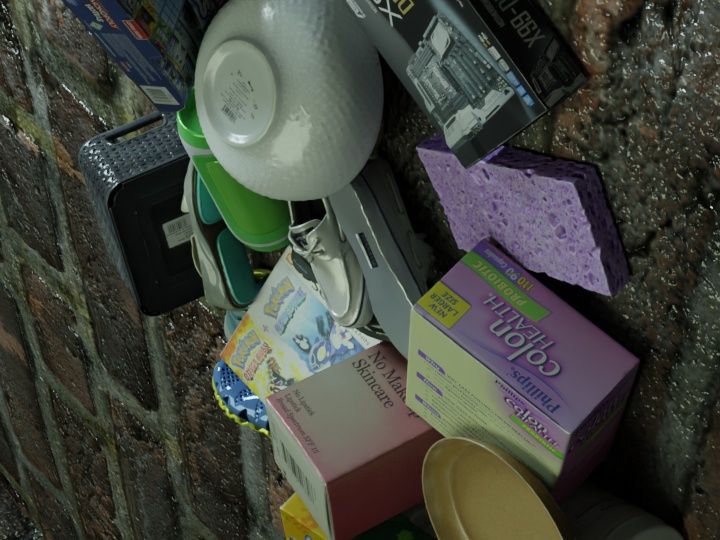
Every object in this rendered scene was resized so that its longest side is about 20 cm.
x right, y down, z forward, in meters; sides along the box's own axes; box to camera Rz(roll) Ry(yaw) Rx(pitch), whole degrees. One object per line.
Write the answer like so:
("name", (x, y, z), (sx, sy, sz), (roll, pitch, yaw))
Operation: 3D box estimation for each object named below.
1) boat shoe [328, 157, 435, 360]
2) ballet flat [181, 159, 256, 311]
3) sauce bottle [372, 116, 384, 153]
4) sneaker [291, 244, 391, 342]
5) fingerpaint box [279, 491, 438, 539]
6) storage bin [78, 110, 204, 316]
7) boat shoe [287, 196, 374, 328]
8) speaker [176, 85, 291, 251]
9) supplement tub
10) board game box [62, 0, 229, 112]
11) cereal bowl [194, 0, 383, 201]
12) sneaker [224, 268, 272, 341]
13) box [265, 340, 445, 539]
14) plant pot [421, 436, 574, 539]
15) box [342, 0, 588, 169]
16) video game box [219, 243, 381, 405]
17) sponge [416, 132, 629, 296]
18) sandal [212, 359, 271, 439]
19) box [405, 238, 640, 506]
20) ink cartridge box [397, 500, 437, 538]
("boat shoe", (0.039, -0.011, 1.595), (0.071, 0.070, 0.200), (-15, 101, 60))
("ballet flat", (-0.161, -0.051, 1.798), (0.064, 0.067, 0.200), (6, 115, 40))
("sauce bottle", (-0.065, -0.169, 1.583), (0.200, 0.066, 0.066), (36, 150, 32))
("sneaker", (0.000, 0.000, 1.679), (0.200, 0.073, 0.082), (34, 144, 32))
("fingerpaint box", (0.011, 0.317, 1.720), (0.167, 0.073, 0.200), (31, 148, 29))
("storage bin", (-0.215, -0.064, 1.871), (0.094, 0.135, 0.200), (52, 160, 42))
("boat shoe", (-0.036, -0.040, 1.622), (0.072, 0.066, 0.200), (-2, 98, 47))
("speaker", (-0.117, -0.103, 1.696), (0.088, 0.088, 0.200), (36, 163, 33))
("supplement tub", (0.194, 0.262, 1.606), (0.200, 0.132, 0.132), (25, 143, 47))
("board game box", (-0.173, -0.277, 1.531), (0.062, 0.200, 0.200), (6, 157, 25))
("cereal bowl", (-0.078, -0.158, 1.498), (0.200, 0.083, 0.200), (8, 103, 40))
("sneaker", (-0.088, 0.078, 1.926), (0.200, 0.080, 0.131), (40, 153, 26))
("box", (0.025, 0.155, 1.659), (0.128, 0.200, 0.109), (50, 158, 38))
("plant pot", (0.131, 0.233, 1.524), (0.200, 0.027, 0.200), (38, 143, 36))
("box", (0.071, -0.192, 1.334), (0.200, 0.050, 0.158), (54, 155, -1))
("video game box", (-0.044, 0.089, 1.819), (0.182, 0.047, 0.200), (47, 132, 15))
("sponge", (0.135, -0.050, 1.428), (0.200, 0.030, 0.112), (19, 139, 51))
("sandal", (-0.098, 0.173, 2.076), (0.200, 0.079, 0.087), (40, 150, 9))
("box", (0.137, 0.100, 1.504), (0.176, 0.097, 0.200), (39, 158, 20))
("ink cartridge box", (0.071, 0.250, 1.786), (0.084, 0.145, 0.200), (35, 149, 28))
